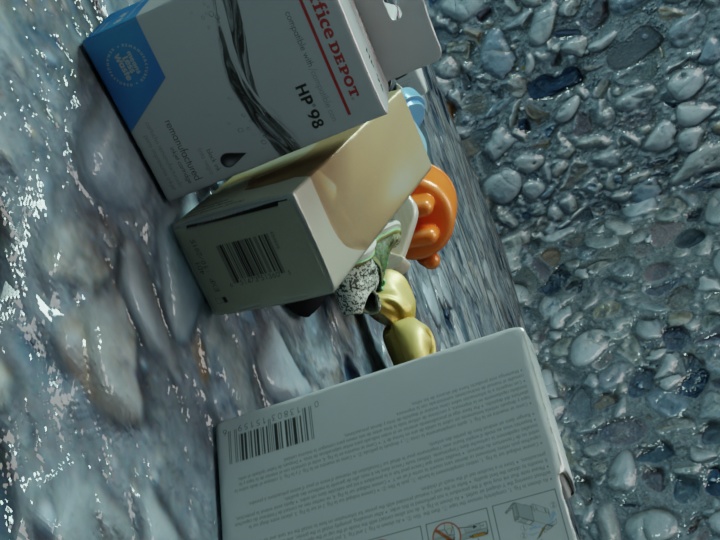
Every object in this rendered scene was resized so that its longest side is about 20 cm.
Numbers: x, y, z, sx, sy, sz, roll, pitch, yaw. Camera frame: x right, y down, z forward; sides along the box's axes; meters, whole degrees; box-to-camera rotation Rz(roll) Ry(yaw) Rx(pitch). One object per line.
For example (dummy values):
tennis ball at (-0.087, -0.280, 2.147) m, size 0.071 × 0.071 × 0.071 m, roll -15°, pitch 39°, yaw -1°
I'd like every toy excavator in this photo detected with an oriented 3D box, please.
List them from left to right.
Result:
toy excavator at (0.033, -0.120, 1.130) m, size 0.200 × 0.195 × 0.100 m, roll 45°, pitch 3°, yaw 22°

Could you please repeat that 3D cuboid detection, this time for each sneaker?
sneaker at (0.000, 0.000, 0.950) m, size 0.200 × 0.076 × 0.090 m, roll -30°, pitch 111°, yaw -70°

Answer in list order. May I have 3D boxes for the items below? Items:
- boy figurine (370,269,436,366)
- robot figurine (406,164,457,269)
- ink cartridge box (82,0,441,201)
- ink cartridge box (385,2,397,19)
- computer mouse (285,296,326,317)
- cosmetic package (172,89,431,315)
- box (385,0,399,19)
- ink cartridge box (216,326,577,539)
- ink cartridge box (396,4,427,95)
boy figurine at (0.052, 0.098, 0.995) m, size 0.124 × 0.064 × 0.202 m, roll 165°, pitch -96°, yaw -83°
robot figurine at (0.076, -0.083, 1.264) m, size 0.144 × 0.117 × 0.200 m, roll 41°, pitch 18°, yaw -6°
ink cartridge box at (-0.056, -0.139, 0.581) m, size 0.067 × 0.198 × 0.117 m, roll -85°, pitch 152°, yaw -62°
ink cartridge box at (-0.018, -0.192, 0.944) m, size 0.201 × 0.083 × 0.146 m, roll -80°, pitch -176°, yaw -64°
computer mouse at (-0.065, -0.052, 0.756) m, size 0.139 × 0.052 × 0.202 m, roll -89°, pitch 156°, yaw -59°
cosmetic package at (-0.033, -0.054, 0.656) m, size 0.072 × 0.104 × 0.200 m, roll 66°, pitch 30°, yaw -20°
box at (-0.019, -0.387, 1.275) m, size 0.201 × 0.121 × 0.107 m, roll -94°, pitch 161°, yaw -51°
ink cartridge box at (0.020, 0.140, 0.505) m, size 0.044 × 0.198 × 0.175 m, roll 54°, pitch 21°, yaw -53°
ink cartridge box at (0.046, -0.431, 1.705) m, size 0.200 × 0.082 × 0.147 m, roll 55°, pitch 21°, yaw -50°
